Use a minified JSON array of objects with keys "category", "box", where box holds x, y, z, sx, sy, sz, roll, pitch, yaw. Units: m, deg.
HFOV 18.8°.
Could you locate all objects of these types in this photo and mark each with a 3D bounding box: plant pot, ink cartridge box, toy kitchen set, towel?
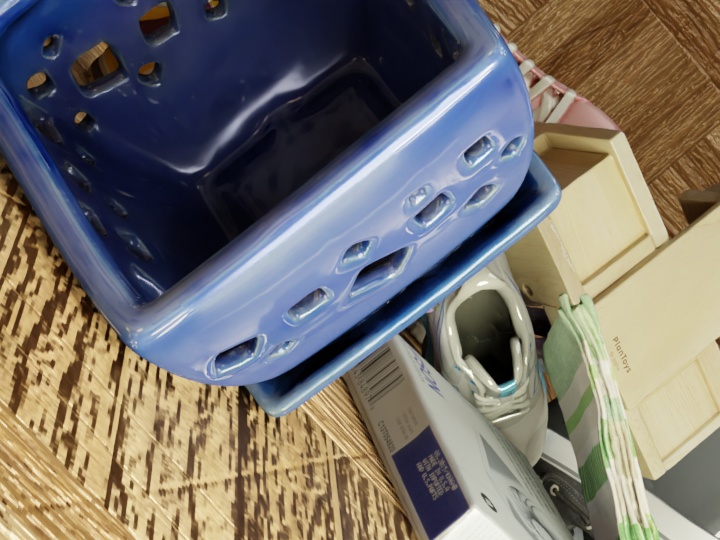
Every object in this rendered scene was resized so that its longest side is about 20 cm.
[{"category":"plant pot","box":[-0.036,-0.062,0.973,0.200,0.200,0.180,54,2,29]},{"category":"ink cartridge box","box":[0.082,0.139,1.182,0.200,0.041,0.200,45,9,-31]},{"category":"toy kitchen set","box":[0.154,-0.011,1.364,0.180,0.163,0.200,14,-45,58]},{"category":"towel","box":[0.134,0.123,1.198,0.153,0.023,0.200,91,-15,-74]}]

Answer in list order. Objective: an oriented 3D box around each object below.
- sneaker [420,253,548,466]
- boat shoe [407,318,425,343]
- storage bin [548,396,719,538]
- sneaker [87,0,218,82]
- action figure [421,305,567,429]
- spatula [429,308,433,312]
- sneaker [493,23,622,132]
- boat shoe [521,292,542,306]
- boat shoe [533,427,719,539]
[{"category":"sneaker","box":[0.074,0.059,1.276,0.087,0.075,0.200,-114,-177,-52]},{"category":"boat shoe","box":[0.023,-0.028,1.505,0.200,0.072,0.072,47,8,-17]},{"category":"storage bin","box":[0.199,0.140,1.464,0.146,0.134,0.200,39,12,-50]},{"category":"sneaker","box":[-0.081,-0.096,1.154,0.075,0.090,0.200,24,17,-41]},{"category":"action figure","box":[0.144,0.051,1.432,0.200,0.069,0.130,15,42,7]},{"category":"spatula","box":[-0.036,0.004,1.176,0.200,0.056,0.021,29,57,-49]},{"category":"sneaker","box":[0.087,-0.127,1.476,0.200,0.075,0.105,27,-25,21]},{"category":"boat shoe","box":[0.120,-0.063,1.549,0.068,0.072,0.200,12,48,-39]},{"category":"boat shoe","box":[0.146,0.154,1.351,0.200,0.066,0.070,33,0,41]}]
